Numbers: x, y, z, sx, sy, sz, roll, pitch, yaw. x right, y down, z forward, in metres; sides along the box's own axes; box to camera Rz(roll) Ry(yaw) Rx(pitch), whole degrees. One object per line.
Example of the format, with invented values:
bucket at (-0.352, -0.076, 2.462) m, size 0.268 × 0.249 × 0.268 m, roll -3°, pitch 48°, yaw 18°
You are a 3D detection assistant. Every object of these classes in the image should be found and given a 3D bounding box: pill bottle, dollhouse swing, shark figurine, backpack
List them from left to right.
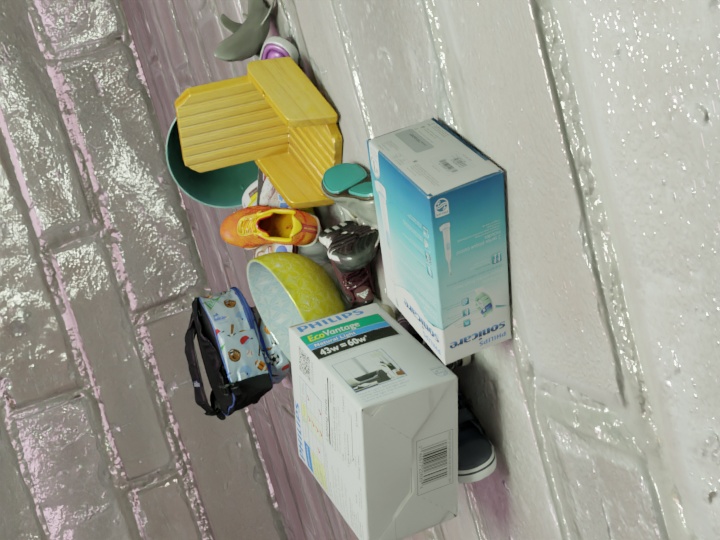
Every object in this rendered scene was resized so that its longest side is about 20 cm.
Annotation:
backpack at (-0.206, 0.125, 1.596) m, size 0.192 × 0.153 × 0.200 m, roll 63°, pitch 154°, yaw 10°
shark figurine at (-0.161, -0.404, 1.474) m, size 0.089 × 0.127 × 0.217 m, roll -42°, pitch 47°, yaw 47°
dollhouse swing at (-0.148, -0.176, 1.405) m, size 0.182 × 0.174 × 0.201 m, roll 52°, pitch 157°, yaw 25°
pill bottle at (-0.116, -0.055, 1.612) m, size 0.110 × 0.108 × 0.202 m, roll 104°, pitch 145°, yaw -63°

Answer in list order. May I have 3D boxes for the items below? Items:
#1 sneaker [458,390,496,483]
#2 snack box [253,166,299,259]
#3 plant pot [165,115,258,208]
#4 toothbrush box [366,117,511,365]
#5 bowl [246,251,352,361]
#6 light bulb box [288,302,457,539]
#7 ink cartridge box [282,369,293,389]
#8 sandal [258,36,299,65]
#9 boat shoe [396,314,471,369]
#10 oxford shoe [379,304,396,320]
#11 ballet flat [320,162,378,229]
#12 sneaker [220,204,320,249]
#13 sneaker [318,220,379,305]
sneaker at (0.100, 0.184, 1.196) m, size 0.200 × 0.078 × 0.080 m, roll 43°, pitch 154°, yaw 63°
snack box at (-0.131, -0.103, 1.553) m, size 0.024 × 0.071 × 0.203 m, roll 23°, pitch -113°, yaw -63°
plant pot at (-0.237, -0.232, 1.696) m, size 0.161 × 0.198 × 0.203 m, roll -109°, pitch 7°, yaw -64°
toothbrush box at (0.081, -0.031, 0.995) m, size 0.147 × 0.084 × 0.202 m, roll -131°, pitch 28°, yaw -53°
bowl at (-0.077, 0.049, 1.470) m, size 0.200 × 0.107 × 0.201 m, roll 46°, pitch 154°, yaw 30°
light bulb box at (0.013, 0.176, 1.138) m, size 0.200 × 0.123 × 0.201 m, roll 42°, pitch 140°, yaw 54°
ink cartridge box at (-0.077, 0.124, 1.656) m, size 0.200 × 0.124 × 0.130 m, roll 166°, pitch 85°, yaw -75°
sandal at (-0.137, -0.263, 1.475) m, size 0.082 × 0.050 × 0.204 m, roll 22°, pitch 139°, yaw 15°
boat shoe at (0.071, 0.088, 1.210) m, size 0.200 × 0.062 × 0.074 m, roll -168°, pitch 61°, yaw -72°
oxford shoe at (0.025, 0.093, 1.413) m, size 0.200 × 0.069 × 0.076 m, roll 141°, pitch 136°, yaw -75°
ballet flat at (0.000, -0.090, 1.251) m, size 0.200 × 0.067 × 0.064 m, roll 37°, pitch 150°, yaw 65°
sneaker at (-0.151, -0.073, 1.495) m, size 0.198 × 0.077 × 0.074 m, roll -2°, pitch 80°, yaw 40°
sneaker at (0.000, 0.000, 1.367) m, size 0.200 × 0.075 × 0.117 m, roll -127°, pitch 16°, yaw -75°
